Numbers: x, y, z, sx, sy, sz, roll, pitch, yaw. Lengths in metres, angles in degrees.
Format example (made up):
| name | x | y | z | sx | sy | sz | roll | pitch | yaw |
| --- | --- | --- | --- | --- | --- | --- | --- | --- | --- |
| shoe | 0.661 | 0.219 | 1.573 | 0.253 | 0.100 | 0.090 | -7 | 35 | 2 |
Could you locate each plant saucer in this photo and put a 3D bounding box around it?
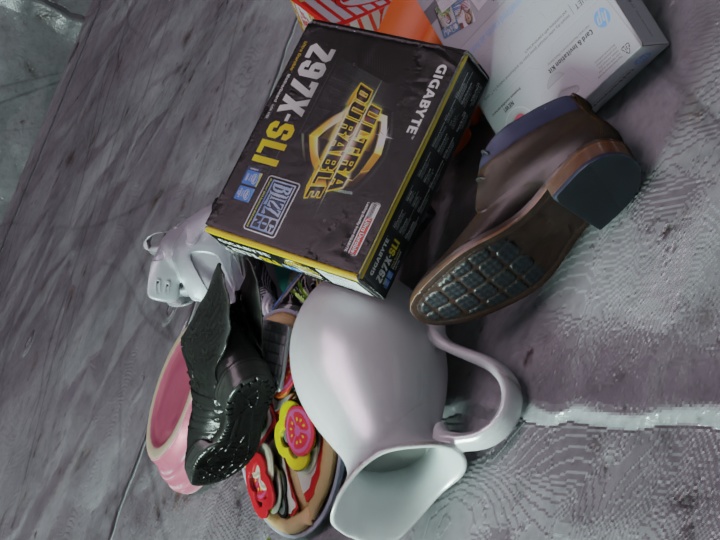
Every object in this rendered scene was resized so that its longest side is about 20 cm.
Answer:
| name | x | y | z | sx | sy | sz | roll | pitch | yaw |
| --- | --- | --- | --- | --- | --- | --- | --- | --- | --- |
| plant saucer | -0.175 | 0.133 | 1.601 | 0.201 | 0.051 | 0.201 | -51 | 28 | 40 |

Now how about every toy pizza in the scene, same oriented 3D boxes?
| name | x | y | z | sx | sy | sz | roll | pitch | yaw |
| --- | --- | --- | --- | --- | --- | --- | --- | --- | --- |
| toy pizza | -0.072 | 0.133 | 1.324 | 0.200 | 0.032 | 0.200 | 3 | 93 | 60 |

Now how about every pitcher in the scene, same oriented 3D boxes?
| name | x | y | z | sx | sy | sz | roll | pitch | yaw |
| --- | --- | --- | --- | --- | --- | --- | --- | --- | --- |
| pitcher | 0.033 | 0.082 | 1.159 | 0.172 | 0.121 | 0.200 | -33 | 43 | 17 |

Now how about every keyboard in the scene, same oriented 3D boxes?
| name | x | y | z | sx | sy | sz | roll | pitch | yaw |
| --- | --- | --- | --- | --- | --- | --- | --- | --- | --- |
| keyboard | -0.102 | 0.068 | 1.347 | 0.200 | 0.011 | 0.056 | 8 | 84 | 66 |

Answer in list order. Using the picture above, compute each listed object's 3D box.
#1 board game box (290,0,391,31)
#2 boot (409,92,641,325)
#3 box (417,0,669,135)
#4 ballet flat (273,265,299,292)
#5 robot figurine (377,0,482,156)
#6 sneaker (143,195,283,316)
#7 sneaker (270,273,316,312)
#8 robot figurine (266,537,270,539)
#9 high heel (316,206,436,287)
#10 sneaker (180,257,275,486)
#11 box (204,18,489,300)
| name | x | y | z | sx | sy | sz | roll | pitch | yaw |
| --- | --- | --- | --- | --- | --- | --- | --- | --- | --- |
| board game box | 0.026 | -0.265 | 1.486 | 0.151 | 0.046 | 0.200 | -26 | 25 | -7 |
| boot | 0.112 | -0.044 | 1.118 | 0.200 | 0.075 | 0.097 | -37 | 38 | 19 |
| box | 0.127 | -0.206 | 1.174 | 0.156 | 0.041 | 0.200 | -44 | 66 | 41 |
| ballet flat | -0.077 | -0.021 | 1.541 | 0.200 | 0.076 | 0.064 | -62 | 13 | 0 |
| robot figurine | 0.064 | -0.179 | 1.333 | 0.144 | 0.117 | 0.200 | 19 | 84 | 56 |
| sneaker | -0.136 | 0.032 | 1.478 | 0.115 | 0.075 | 0.200 | -22 | 79 | 8 |
| sneaker | -0.032 | 0.030 | 1.384 | 0.200 | 0.071 | 0.083 | -63 | 16 | -3 |
| robot figurine | -0.104 | 0.310 | 1.200 | 0.200 | 0.116 | 0.175 | -67 | 16 | -5 |
| high heel | -0.041 | -0.051 | 1.287 | 0.200 | 0.071 | 0.143 | 46 | 112 | 29 |
| sneaker | -0.119 | 0.091 | 1.299 | 0.104 | 0.060 | 0.200 | 63 | 146 | 31 |
| box | -0.012 | -0.091 | 1.192 | 0.160 | 0.049 | 0.200 | 18 | 76 | 36 |
